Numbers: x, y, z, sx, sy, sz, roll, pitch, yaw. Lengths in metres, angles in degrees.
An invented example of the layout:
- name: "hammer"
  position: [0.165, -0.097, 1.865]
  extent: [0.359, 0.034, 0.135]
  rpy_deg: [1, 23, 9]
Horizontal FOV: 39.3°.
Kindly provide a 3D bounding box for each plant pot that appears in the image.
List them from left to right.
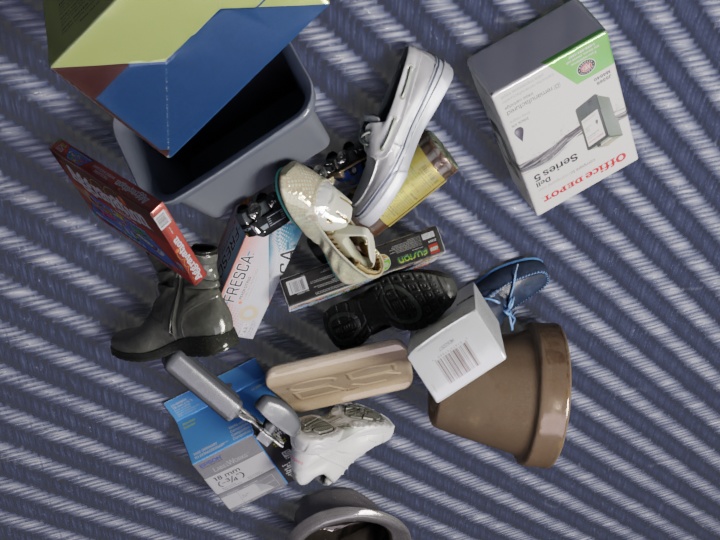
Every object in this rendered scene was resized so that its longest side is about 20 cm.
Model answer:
- name: "plant pot"
  position: [0.187, 0.167, 1.408]
  extent: [0.171, 0.202, 0.203]
  rpy_deg: [6, 129, -5]

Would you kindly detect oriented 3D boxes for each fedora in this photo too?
- name: "fedora"
  position: [-0.026, 0.404, 1.573]
  extent: [0.196, 0.091, 0.179]
  rpy_deg: [1, 127, -15]

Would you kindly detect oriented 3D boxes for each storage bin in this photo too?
- name: "storage bin"
  position: [-0.133, -0.149, 1.038]
  extent: [0.198, 0.147, 0.134]
  rpy_deg: [-31, 161, 6]

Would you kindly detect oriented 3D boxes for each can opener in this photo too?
- name: "can opener"
  position: [-0.162, 0.155, 1.295]
  extent: [0.200, 0.053, 0.067]
  rpy_deg: [43, 85, -19]

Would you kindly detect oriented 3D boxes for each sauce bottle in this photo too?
- name: "sauce bottle"
  position: [0.022, -0.082, 1.193]
  extent: [0.199, 0.065, 0.065]
  rpy_deg: [-38, 133, 11]

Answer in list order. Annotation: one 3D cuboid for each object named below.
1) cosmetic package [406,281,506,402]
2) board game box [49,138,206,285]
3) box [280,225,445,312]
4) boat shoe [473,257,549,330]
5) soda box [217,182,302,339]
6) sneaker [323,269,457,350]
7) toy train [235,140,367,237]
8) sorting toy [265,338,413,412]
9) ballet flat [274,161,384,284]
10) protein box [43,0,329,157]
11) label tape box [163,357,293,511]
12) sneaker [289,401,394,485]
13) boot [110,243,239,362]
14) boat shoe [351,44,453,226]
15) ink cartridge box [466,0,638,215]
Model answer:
- name: "cosmetic package"
  position: [0.117, 0.082, 1.235]
  extent: [0.101, 0.200, 0.075]
  rpy_deg: [-33, 96, 8]
- name: "board game box"
  position: [-0.237, -0.062, 1.021]
  extent: [0.019, 0.199, 0.104]
  rpy_deg: [-43, 136, -20]
- name: "box"
  position: [0.000, 0.000, 1.232]
  extent: [0.197, 0.035, 0.110]
  rpy_deg: [-19, 176, -5]
- name: "boat shoe"
  position: [0.174, 0.058, 1.371]
  extent: [0.198, 0.069, 0.084]
  rpy_deg: [-32, 134, 7]
- name: "soda box"
  position: [-0.129, -0.015, 1.190]
  extent: [0.067, 0.064, 0.202]
  rpy_deg: [9, 125, -28]
- name: "sneaker"
  position: [0.043, 0.036, 1.261]
  extent: [0.198, 0.090, 0.077]
  rpy_deg: [-18, 99, 39]
- name: "toy train"
  position: [-0.054, -0.091, 1.119]
  extent: [0.199, 0.034, 0.046]
  rpy_deg: [-35, 111, -32]
- name: "sorting toy"
  position: [-0.023, 0.135, 1.329]
  extent: [0.182, 0.037, 0.200]
  rpy_deg: [-13, 160, 1]
- name: "ballet flat"
  position: [-0.025, -0.053, 1.091]
  extent: [0.061, 0.069, 0.200]
  rpy_deg: [-1, 150, 24]
- name: "protein box"
  position: [-0.161, -0.252, 0.877]
  extent: [0.198, 0.201, 0.135]
  rpy_deg: [-40, 132, 15]
- name: "label tape box"
  position: [-0.162, 0.231, 1.388]
  extent: [0.142, 0.064, 0.201]
  rpy_deg: [-26, 134, 0]
- name: "sneaker"
  position: [-0.032, 0.247, 1.411]
  extent: [0.198, 0.077, 0.101]
  rpy_deg: [-3, 114, -47]
- name: "boot"
  position: [-0.227, 0.033, 1.184]
  extent: [0.197, 0.067, 0.133]
  rpy_deg: [-8, 100, 35]
- name: "boat shoe"
  position: [0.028, -0.152, 1.118]
  extent: [0.066, 0.073, 0.203]
  rpy_deg: [26, 89, -19]
- name: "ink cartridge box"
  position: [0.227, -0.185, 1.173]
  extent: [0.144, 0.085, 0.201]
  rpy_deg: [-29, 134, 4]
